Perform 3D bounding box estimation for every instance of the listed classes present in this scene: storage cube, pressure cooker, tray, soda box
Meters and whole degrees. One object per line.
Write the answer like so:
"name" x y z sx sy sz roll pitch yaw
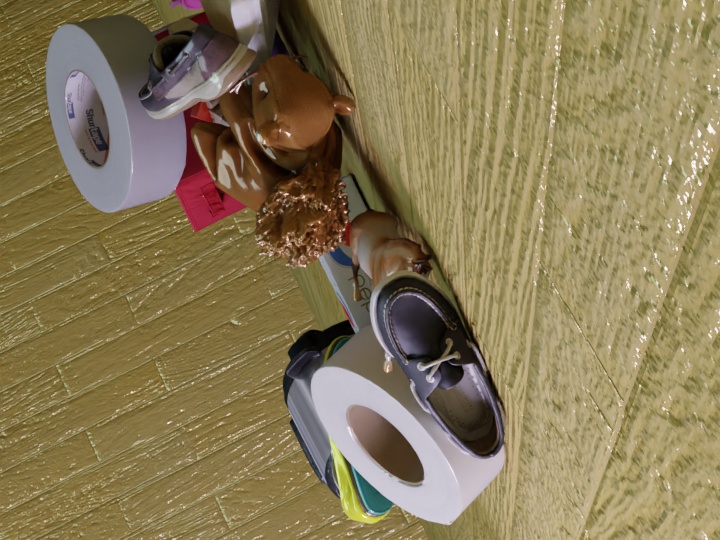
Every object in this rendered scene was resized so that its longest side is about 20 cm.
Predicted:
"storage cube" -0.156 -0.176 1.578 0.201 0.179 0.171 61 174 14
"pressure cooker" 0.006 0.153 1.632 0.176 0.178 0.200 90 156 -49
"tray" -0.092 -0.250 1.262 0.200 0.022 0.108 90 -172 -79
"soda box" 0.000 0.000 1.500 0.201 0.068 0.064 64 174 -6

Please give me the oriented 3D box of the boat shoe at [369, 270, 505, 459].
"boat shoe" 0.071 0.086 1.204 0.200 0.074 0.060 64 175 -33

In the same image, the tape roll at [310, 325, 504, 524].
"tape roll" 0.046 0.153 1.369 0.202 0.071 0.203 35 150 24

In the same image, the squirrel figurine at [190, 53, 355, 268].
"squirrel figurine" -0.057 -0.105 1.277 0.187 0.141 0.201 143 109 -71

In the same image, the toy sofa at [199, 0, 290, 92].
"toy sofa" -0.116 -0.260 1.409 0.083 0.098 0.201 14 135 50

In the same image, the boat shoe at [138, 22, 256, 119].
"boat shoe" -0.162 -0.189 1.277 0.065 0.072 0.200 47 159 -18

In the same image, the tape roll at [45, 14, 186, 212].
"tape roll" -0.260 -0.166 1.459 0.200 0.066 0.201 33 132 46

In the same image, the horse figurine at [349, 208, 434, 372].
"horse figurine" 0.022 -0.002 1.297 0.200 0.050 0.133 -110 18 -58

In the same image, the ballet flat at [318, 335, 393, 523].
"ballet flat" -0.014 0.173 1.487 0.067 0.067 0.201 -27 72 57

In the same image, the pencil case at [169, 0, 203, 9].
"pencil case" -0.202 -0.384 1.495 0.201 0.093 0.091 63 171 8

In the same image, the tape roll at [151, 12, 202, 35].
"tape roll" -0.250 -0.271 1.839 0.066 0.200 0.200 64 175 -1

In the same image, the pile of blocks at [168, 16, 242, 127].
"pile of blocks" -0.143 -0.158 1.404 0.200 0.062 0.082 53 154 -3
